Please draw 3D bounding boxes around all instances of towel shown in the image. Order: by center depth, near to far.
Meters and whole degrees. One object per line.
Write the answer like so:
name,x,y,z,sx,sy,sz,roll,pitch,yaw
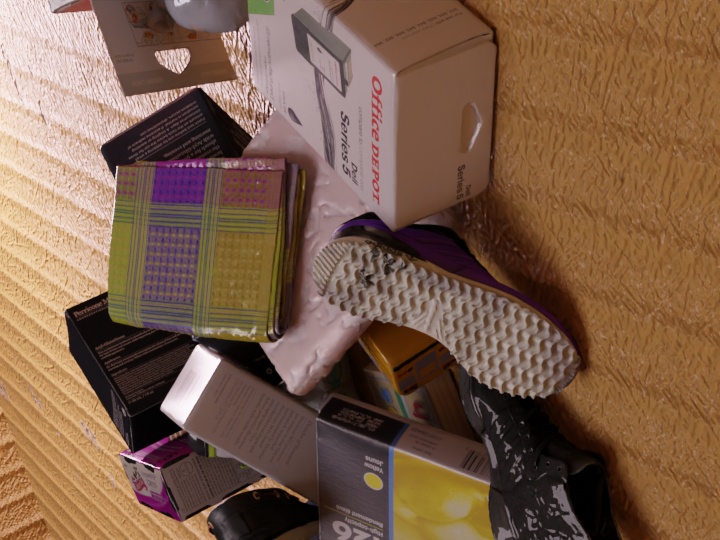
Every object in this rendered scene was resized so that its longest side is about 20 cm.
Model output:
towel,-0.032,-0.036,1.352,0.200,0.032,0.191,-49,59,24
towel,-0.127,-0.018,1.391,0.199,0.023,0.144,2,87,39

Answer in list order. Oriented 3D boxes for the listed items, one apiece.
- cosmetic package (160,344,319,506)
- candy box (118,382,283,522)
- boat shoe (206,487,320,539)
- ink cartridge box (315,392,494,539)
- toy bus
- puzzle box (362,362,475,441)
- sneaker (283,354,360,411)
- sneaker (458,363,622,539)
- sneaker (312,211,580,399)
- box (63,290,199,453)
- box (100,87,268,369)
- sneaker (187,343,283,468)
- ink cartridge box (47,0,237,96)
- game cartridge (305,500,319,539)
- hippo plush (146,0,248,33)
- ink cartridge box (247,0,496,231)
cosmetic package,-0.067,0.147,1.522,0.200,0.071,0.101,32,175,-19
candy box,-0.121,0.166,1.695,0.136,0.200,0.061,1,115,65
boat shoe,-0.076,0.214,1.478,0.063,0.074,0.201,57,-173,11
ink cartridge box,0.057,0.211,1.413,0.197,0.047,0.201,17,130,22
toy bus,0.000,0.000,1.407,0.200,0.065,0.078,53,171,29
puzzle box,0.071,0.174,1.496,0.133,0.025,0.201,4,117,67
sneaker,-0.034,0.103,1.605,0.088,0.075,0.201,-24,89,64
sneaker,0.137,0.138,1.256,0.104,0.060,0.201,-16,82,48
sneaker,0.070,0.012,1.231,0.200,0.100,0.070,28,119,-1
box,-0.169,0.068,1.701,0.141,0.199,0.079,55,157,27
box,-0.119,-0.034,1.517,0.200,0.107,0.148,62,-173,18
sneaker,-0.108,0.084,1.609,0.072,0.082,0.201,97,180,-77
ink cartridge box,-0.192,-0.230,1.459,0.043,0.200,0.174,-17,92,26
game cartridge,0.006,0.292,1.569,0.200,0.130,0.038,37,155,18
hippo plush,-0.160,-0.262,1.381,0.200,0.159,0.161,34,142,52
ink cartridge box,0.003,-0.148,1.224,0.200,0.084,0.146,48,152,37
